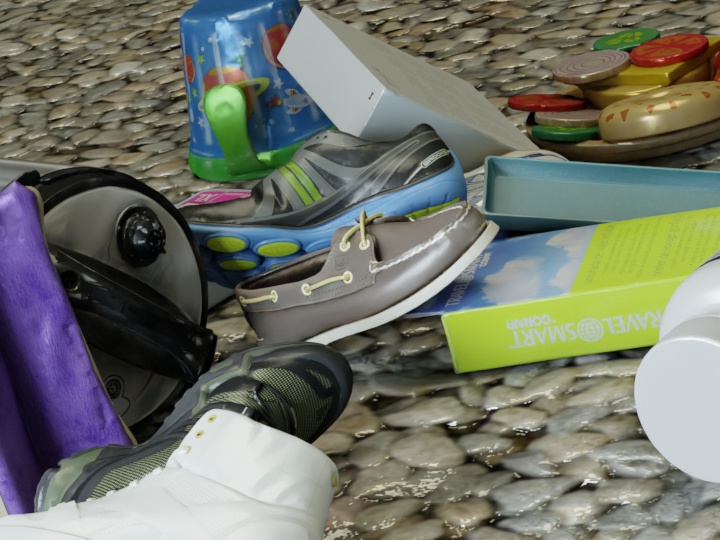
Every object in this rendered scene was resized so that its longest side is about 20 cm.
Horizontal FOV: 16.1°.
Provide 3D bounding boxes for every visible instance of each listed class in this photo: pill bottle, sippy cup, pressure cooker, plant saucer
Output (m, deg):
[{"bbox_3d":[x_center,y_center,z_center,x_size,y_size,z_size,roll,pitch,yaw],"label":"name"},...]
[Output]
[{"bbox_3d":[0.227,0.030,1.345,0.111,0.112,0.200,1,25,37],"label":"pill bottle"},{"bbox_3d":[-0.085,-0.156,2.044,0.139,0.131,0.178,-20,20,-19],"label":"sippy cup"},{"bbox_3d":[-0.193,0.017,1.569,0.175,0.180,0.199,-26,22,-38],"label":"pressure cooker"},{"bbox_3d":[0.177,-0.043,1.633,0.198,0.019,0.070,3,35,3],"label":"plant saucer"}]

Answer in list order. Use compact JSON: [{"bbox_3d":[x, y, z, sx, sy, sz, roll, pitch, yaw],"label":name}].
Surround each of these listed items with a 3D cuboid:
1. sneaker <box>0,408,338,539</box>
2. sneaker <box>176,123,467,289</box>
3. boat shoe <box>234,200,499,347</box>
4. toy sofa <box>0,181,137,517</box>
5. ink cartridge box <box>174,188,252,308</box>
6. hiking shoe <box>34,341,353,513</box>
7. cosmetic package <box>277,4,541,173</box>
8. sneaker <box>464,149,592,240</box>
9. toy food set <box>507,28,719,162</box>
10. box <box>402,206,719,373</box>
[{"bbox_3d":[-0.108,0.129,1.318,0.199,0.074,0.116,2,46,17],"label":"sneaker"},{"bbox_3d":[-0.032,-0.044,1.641,0.198,0.071,0.083,-15,58,-2],"label":"sneaker"},{"bbox_3d":[0.000,0.000,1.557,0.200,0.060,0.072,-28,12,43],"label":"boat shoe"},{"bbox_3d":[-0.203,0.056,1.436,0.097,0.201,0.083,-16,18,9],"label":"toy sofa"},{"bbox_3d":[-0.129,-0.005,1.798,0.119,0.042,0.200,3,27,41],"label":"ink cartridge box"},{"bbox_3d":[-0.076,0.112,1.409,0.199,0.076,0.101,-31,33,-19],"label":"hiking shoe"},{"bbox_3d":[0.038,-0.112,1.802,0.150,0.052,0.200,26,12,-25],"label":"cosmetic package"},{"bbox_3d":[0.064,-0.029,1.676,0.199,0.076,0.088,-20,22,-11],"label":"sneaker"},{"bbox_3d":[0.211,-0.131,1.895,0.197,0.049,0.200,3,26,40],"label":"toy food set"},{"bbox_3d":[0.137,0.011,1.555,0.199,0.048,0.122,-9,19,18],"label":"box"}]
